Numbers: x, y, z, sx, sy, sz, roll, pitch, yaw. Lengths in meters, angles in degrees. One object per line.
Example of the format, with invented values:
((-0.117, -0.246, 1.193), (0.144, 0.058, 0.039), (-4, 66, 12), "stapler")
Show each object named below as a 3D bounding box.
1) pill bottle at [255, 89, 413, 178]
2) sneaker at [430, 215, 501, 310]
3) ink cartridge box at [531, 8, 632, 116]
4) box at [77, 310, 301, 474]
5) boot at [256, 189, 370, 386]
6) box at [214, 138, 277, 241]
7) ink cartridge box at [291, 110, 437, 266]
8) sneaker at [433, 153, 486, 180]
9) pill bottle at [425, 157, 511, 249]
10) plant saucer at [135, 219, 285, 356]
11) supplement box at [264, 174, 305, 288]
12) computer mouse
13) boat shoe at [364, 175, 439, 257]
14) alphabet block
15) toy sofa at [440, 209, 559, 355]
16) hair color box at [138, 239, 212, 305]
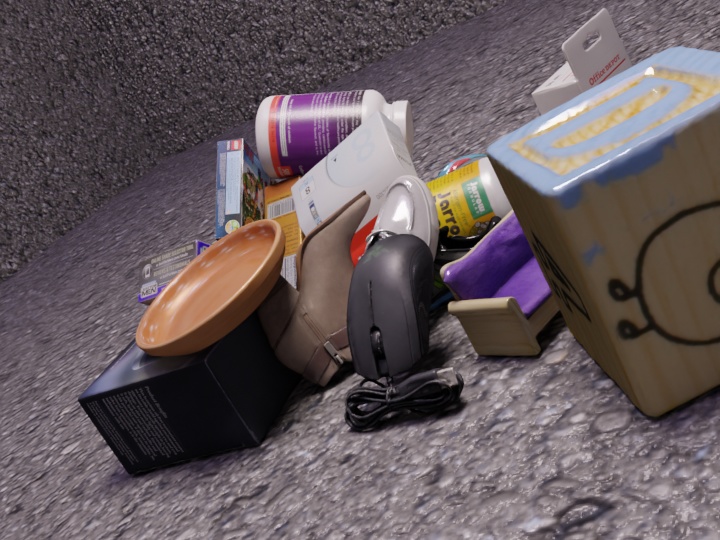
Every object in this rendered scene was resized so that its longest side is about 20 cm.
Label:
((-0.033, -0.182, 1.205), (0.200, 0.113, 0.112), (-1, 25, 11), "pill bottle")
((0.089, -0.005, 1.040), (0.199, 0.083, 0.071), (-24, 19, 18), "sneaker")
((0.277, -0.188, 1.058), (0.067, 0.200, 0.116), (-8, 27, 50), "ink cartridge box")
((-0.183, 0.116, 1.063), (0.198, 0.123, 0.200), (-18, 22, 28), "box")
((-0.024, 0.026, 1.019), (0.200, 0.146, 0.070), (-42, -2, -4), "boot")
((-0.144, -0.074, 1.234), (0.038, 0.137, 0.200), (-6, -19, 12), "box")
((-0.002, -0.074, 1.084), (0.160, 0.047, 0.200), (-38, 43, 24), "ink cartridge box")
((0.130, -0.082, 1.234), (0.200, 0.079, 0.095), (-39, 37, -16), "sneaker")
((0.135, -0.069, 1.094), (0.200, 0.113, 0.113), (-22, 19, 19), "pill bottle")
((-0.157, 0.023, 0.983), (0.200, 0.037, 0.200), (-32, 25, 16), "plant saucer")
((-0.085, -0.020, 1.193), (0.069, 0.067, 0.200), (-14, 65, 29), "supplement box")
((0.029, 0.045, 0.880), (0.138, 0.053, 0.200), (-21, 55, 34), "computer mouse")
((0.033, -0.013, 0.985), (0.072, 0.068, 0.200), (5, 80, 38), "boat shoe")
((0.241, -0.041, 0.721), (0.195, 0.200, 0.196), (-28, 18, 5), "alphabet block")
((0.177, -0.010, 0.898), (0.200, 0.098, 0.083), (-40, 21, -32), "toy sofa")
((-0.187, 0.026, 1.212), (0.109, 0.200, 0.065), (-18, 64, 33), "hair color box")
